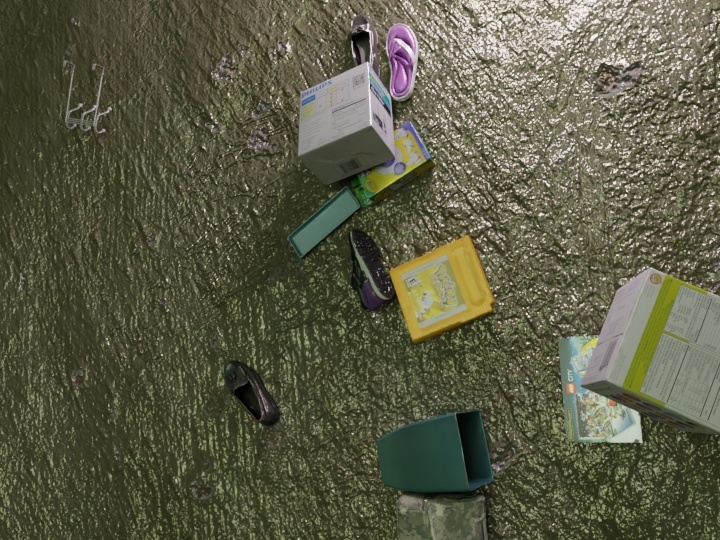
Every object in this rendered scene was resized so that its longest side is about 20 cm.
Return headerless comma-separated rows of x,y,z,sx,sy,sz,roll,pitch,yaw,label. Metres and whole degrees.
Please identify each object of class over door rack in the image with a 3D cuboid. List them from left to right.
-0.838,-0.531,1.875,0.146,0.066,0.203,12,105,25,over door rack

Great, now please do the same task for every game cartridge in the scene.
0.178,0.042,1.341,0.198,0.032,0.178,-25,71,19,game cartridge

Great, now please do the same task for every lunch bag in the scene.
0.169,0.532,1.188,0.166,0.139,0.203,-8,77,23,lunch bag

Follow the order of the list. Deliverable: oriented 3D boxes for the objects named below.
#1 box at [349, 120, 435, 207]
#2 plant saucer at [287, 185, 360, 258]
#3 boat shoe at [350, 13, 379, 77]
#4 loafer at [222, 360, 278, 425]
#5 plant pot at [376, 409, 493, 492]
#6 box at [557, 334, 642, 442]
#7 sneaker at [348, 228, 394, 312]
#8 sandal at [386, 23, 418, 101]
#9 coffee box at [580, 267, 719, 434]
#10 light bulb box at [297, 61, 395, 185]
0.063,-0.248,1.441,0.199,0.048,0.118,-33,67,16,box
-0.089,-0.117,1.498,0.199,0.019,0.070,-40,67,13,plant saucer
0.008,-0.562,1.521,0.066,0.057,0.203,-15,74,20,boat shoe
-0.274,0.290,1.474,0.200,0.063,0.072,43,98,25,loafer
0.141,0.371,1.236,0.198,0.141,0.143,-17,73,28,plant pot
0.459,0.227,1.176,0.135,0.038,0.203,-6,77,22,box
0.000,0.000,1.407,0.087,0.075,0.202,-42,54,33,sneaker
0.099,-0.512,1.475,0.081,0.050,0.206,-10,76,22,sandal
0.524,0.144,1.044,0.196,0.200,0.202,23,82,12,coffee box
-0.034,-0.341,1.427,0.196,0.125,0.202,-17,56,24,light bulb box
